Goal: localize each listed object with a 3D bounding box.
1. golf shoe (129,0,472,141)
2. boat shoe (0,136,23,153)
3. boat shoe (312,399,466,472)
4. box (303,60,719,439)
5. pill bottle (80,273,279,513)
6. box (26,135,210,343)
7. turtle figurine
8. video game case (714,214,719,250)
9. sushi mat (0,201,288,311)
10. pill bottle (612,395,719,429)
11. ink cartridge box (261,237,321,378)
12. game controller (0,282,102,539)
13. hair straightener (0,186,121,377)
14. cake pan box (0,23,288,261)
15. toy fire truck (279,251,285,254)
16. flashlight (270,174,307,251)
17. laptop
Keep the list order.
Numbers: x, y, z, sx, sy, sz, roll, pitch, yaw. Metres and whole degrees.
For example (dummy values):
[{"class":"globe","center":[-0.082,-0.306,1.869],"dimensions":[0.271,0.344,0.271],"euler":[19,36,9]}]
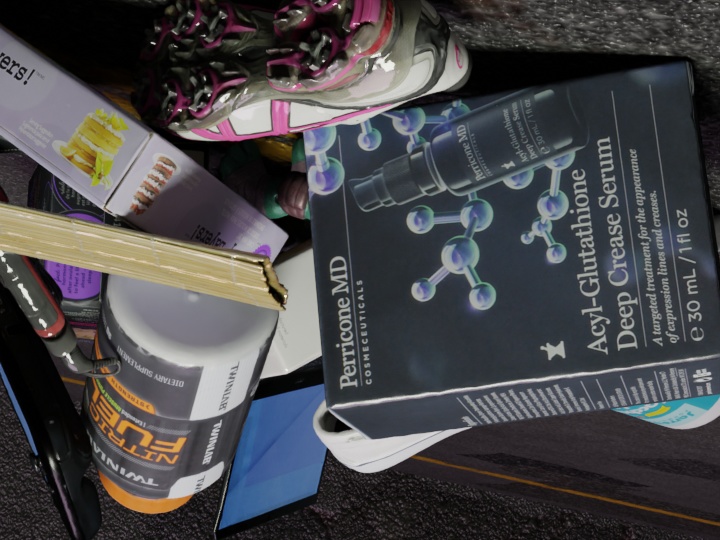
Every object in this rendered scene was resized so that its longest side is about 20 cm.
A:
[{"class":"golf shoe","center":[-0.036,-0.095,0.879],"dimensions":[0.092,0.073,0.199],"euler":[21,165,-41]},{"class":"boat shoe","center":[-0.292,-0.087,1.182],"dimensions":[0.198,0.063,0.075],"euler":[4,166,23]},{"class":"boat shoe","center":[0.060,0.069,1.189],"dimensions":[0.199,0.074,0.065],"euler":[-35,148,8]},{"class":"box","center":[0.081,-0.006,0.905],"dimensions":[0.198,0.150,0.107],"euler":[-9,165,11]},{"class":"pill bottle","center":[-0.118,0.072,1.114],"dimensions":[0.105,0.107,0.201],"euler":[11,140,-7]},{"class":"box","center":[-0.174,-0.018,1.238],"dimensions":[0.105,0.124,0.200],"euler":[5,171,-15]},{"class":"turtle figurine","center":[0.022,-0.043,1.044],"dimensions":[0.199,0.102,0.149],"euler":[9,170,36]},{"class":"video game case","center":[0.113,0.015,1.087],"dimensions":[0.181,0.022,0.200],"euler":[-14,-171,30]},{"class":"sushi mat","center":[-0.137,-0.013,0.915],"dimensions":[0.198,0.012,0.096],"euler":[12,168,6]},{"class":"pill bottle","center":[0.205,0.050,1.282],"dimensions":[0.199,0.112,0.110],"euler":[18,166,-36]},{"class":"ink cartridge box","center":[0.000,0.000,1.194],"dimensions":[0.199,0.068,0.117],"euler":[-27,-176,-23]},{"class":"game controller","center":[-0.213,0.088,1.155],"dimensions":[0.042,0.105,0.200],"euler":[-14,-141,-19]},{"class":"hair straightener","center":[-0.199,-0.020,1.012],"dimensions":[0.201,0.041,0.077],"euler":[54,175,-17]},{"class":"cake pan box","center":[-0.147,-0.070,0.981],"dimensions":[0.184,0.052,0.200],"euler":[37,180,25]},{"class":"toy fire truck","center":[-0.087,0.047,1.368],"dimensions":[0.049,0.141,0.200],"euler":[49,-164,8]},{"class":"flashlight","center":[-0.099,-0.024,1.317],"dimensions":[0.067,0.069,0.200],"euler":[-16,-179,-29]},{"class":"laptop","center":[-0.005,0.105,1.304],"dimensions":[0.199,0.104,0.177],"euler":[-23,174,22]}]
